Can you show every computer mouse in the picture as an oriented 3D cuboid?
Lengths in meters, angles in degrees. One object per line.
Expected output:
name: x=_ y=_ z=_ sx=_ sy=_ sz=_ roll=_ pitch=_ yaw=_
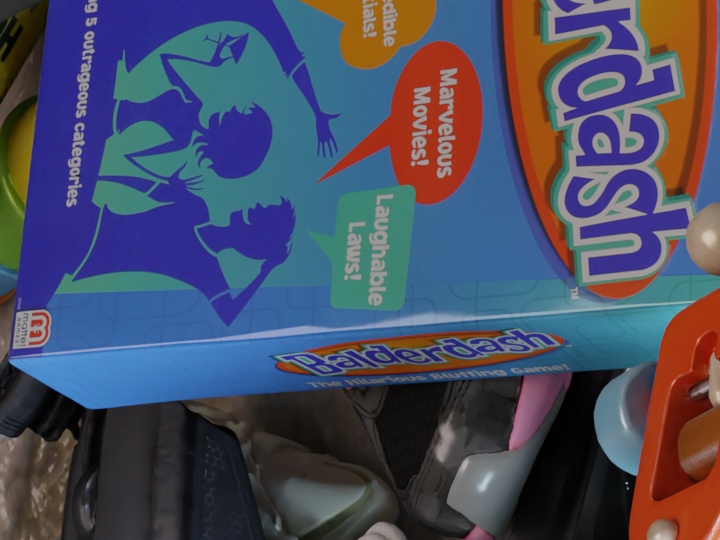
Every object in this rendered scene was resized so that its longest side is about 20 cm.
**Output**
computer mouse: x=-0.064 y=0.095 z=0.784 sx=0.138 sy=0.052 sz=0.201 roll=-39 pitch=67 yaw=55

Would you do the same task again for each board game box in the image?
board game box: x=0.017 y=-0.050 z=0.657 sx=0.199 sy=0.045 sz=0.153 roll=-6 pitch=69 yaw=24

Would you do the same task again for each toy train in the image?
toy train: x=0.051 y=0.084 z=0.579 sx=0.200 sy=0.055 sz=0.151 roll=-42 pitch=32 yaw=53

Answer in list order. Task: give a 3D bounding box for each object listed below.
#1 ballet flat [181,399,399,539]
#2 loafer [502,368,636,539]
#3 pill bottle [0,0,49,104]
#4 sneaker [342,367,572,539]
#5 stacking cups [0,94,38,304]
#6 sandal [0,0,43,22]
ballet flat: x=-0.003 y=0.101 z=0.818 sx=0.200 sy=0.071 sz=0.072 roll=56 pitch=129 yaw=33
loafer: x=0.069 y=0.044 z=0.714 sx=0.072 sy=0.072 sz=0.201 roll=37 pitch=116 yaw=50
pill bottle: x=-0.172 y=-0.078 z=0.920 sx=0.112 sy=0.112 sz=0.201 roll=7 pitch=64 yaw=51
sneaker: x=0.000 y=0.000 z=0.730 sx=0.200 sy=0.095 sz=0.079 roll=-104 pitch=34 yaw=-59
stacking cups: x=-0.135 y=-0.015 z=0.973 sx=0.200 sy=0.060 sz=0.061 roll=-28 pitch=67 yaw=47
sandal: x=-0.081 y=-0.109 z=0.854 sx=0.199 sy=0.055 sz=0.082 roll=-34 pitch=46 yaw=-4
